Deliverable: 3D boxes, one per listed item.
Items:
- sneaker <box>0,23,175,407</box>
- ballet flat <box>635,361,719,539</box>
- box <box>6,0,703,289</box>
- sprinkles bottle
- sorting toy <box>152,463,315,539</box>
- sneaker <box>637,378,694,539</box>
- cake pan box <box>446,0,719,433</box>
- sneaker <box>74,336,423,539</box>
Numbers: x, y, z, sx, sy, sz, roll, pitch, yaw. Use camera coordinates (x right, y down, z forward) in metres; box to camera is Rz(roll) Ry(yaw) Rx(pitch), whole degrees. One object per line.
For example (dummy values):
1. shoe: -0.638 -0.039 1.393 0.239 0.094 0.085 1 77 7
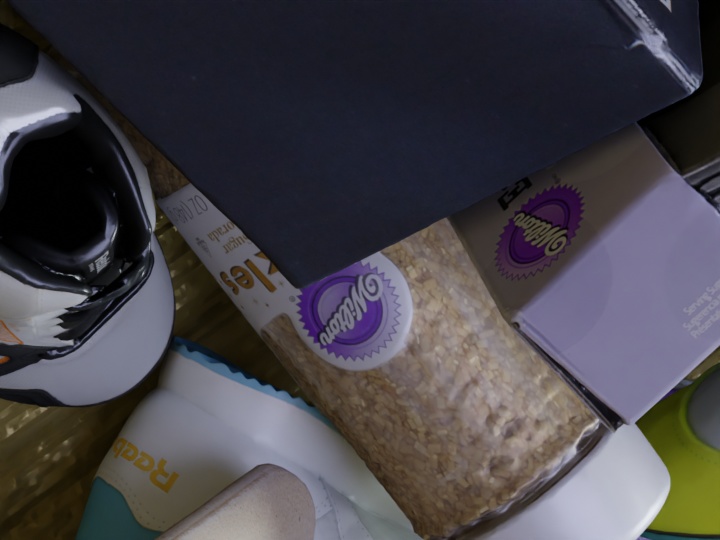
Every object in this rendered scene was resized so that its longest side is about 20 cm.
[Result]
1. sneaker: -0.084 -0.005 0.748 0.074 0.080 0.200 -55 155 -10
2. ballet flat: 0.159 0.039 0.874 0.067 0.199 0.067 -68 149 -47
3. box: -0.024 -0.140 0.695 0.198 0.123 0.200 44 32 -32
4. sprinkles bottle: 0.000 0.000 0.808 0.068 0.068 0.200 -41 98 -23
5. sorting toy: -0.083 0.159 0.757 0.200 0.036 0.185 -64 166 23
6. sneaker: 0.139 0.080 0.981 0.200 0.083 0.081 1 101 -38
7. cake pan box: 0.089 -0.077 0.728 0.184 0.200 0.052 -43 122 12
8. sneaker: -0.001 0.098 0.885 0.200 0.076 0.081 36 84 -31
